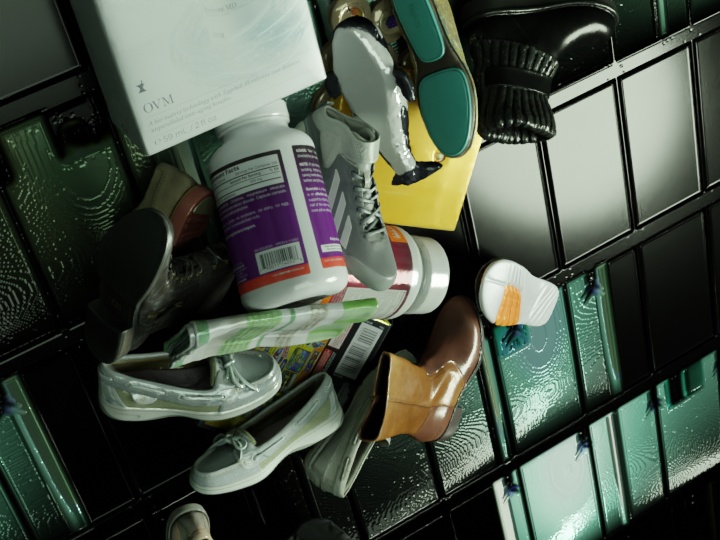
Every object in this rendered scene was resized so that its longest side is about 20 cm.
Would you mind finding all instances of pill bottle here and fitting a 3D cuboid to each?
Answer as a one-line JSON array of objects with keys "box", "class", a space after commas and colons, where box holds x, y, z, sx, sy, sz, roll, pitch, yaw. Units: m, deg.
[{"box": [0.000, 0.000, 1.343, 0.198, 0.109, 0.111, 4, 111, -40], "class": "pill bottle"}, {"box": [-0.087, -0.064, 1.193, 0.111, 0.112, 0.202, -12, 83, -25], "class": "pill bottle"}]

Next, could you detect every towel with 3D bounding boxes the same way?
[{"box": [-0.095, 0.065, 1.222, 0.198, 0.149, 0.031, -7, 81, -21], "class": "towel"}]

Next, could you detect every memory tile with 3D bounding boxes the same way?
[{"box": [0.026, -0.250, 1.304, 0.152, 0.017, 0.202, 1, 112, -30], "class": "memory tile"}]

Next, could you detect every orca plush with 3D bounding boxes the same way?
[{"box": [0.034, -0.189, 1.250, 0.201, 0.105, 0.071, 53, 49, -24], "class": "orca plush"}]

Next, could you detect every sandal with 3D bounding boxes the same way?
[{"box": [0.186, 0.030, 1.509, 0.206, 0.059, 0.080, 20, 93, -57], "class": "sandal"}]

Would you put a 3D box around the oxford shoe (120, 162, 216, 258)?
[{"box": [-0.224, -0.022, 1.246, 0.201, 0.075, 0.070, -56, 166, 19], "class": "oxford shoe"}]

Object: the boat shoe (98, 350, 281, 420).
[{"box": [-0.184, 0.116, 1.289, 0.199, 0.075, 0.065, -2, 136, -12], "class": "boat shoe"}]

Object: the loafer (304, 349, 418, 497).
[{"box": [0.013, 0.188, 1.452, 0.201, 0.069, 0.070, -53, 154, -12], "class": "loafer"}]

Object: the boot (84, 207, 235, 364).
[{"box": [-0.183, -0.002, 1.180, 0.173, 0.069, 0.201, -26, 154, -48], "class": "boot"}]

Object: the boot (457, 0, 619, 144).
[{"box": [0.211, -0.224, 1.341, 0.209, 0.079, 0.160, -7, 76, -19], "class": "boot"}]

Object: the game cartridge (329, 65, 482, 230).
[{"box": [0.045, -0.140, 1.341, 0.198, 0.032, 0.178, 6, 109, -30], "class": "game cartridge"}]

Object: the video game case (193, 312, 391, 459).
[{"box": [-0.079, 0.118, 1.411, 0.180, 0.025, 0.201, 23, 100, -36], "class": "video game case"}]

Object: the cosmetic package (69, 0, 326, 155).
[{"box": [-0.162, -0.250, 1.128, 0.198, 0.123, 0.202, -26, 122, -18], "class": "cosmetic package"}]

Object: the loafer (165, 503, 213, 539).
[{"box": [-0.198, 0.381, 1.441, 0.071, 0.063, 0.202, -16, 119, -23], "class": "loafer"}]

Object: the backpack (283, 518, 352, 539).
[{"box": [-0.076, 0.433, 1.492, 0.166, 0.126, 0.202, -22, 130, -35], "class": "backpack"}]

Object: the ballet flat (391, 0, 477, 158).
[{"box": [0.088, -0.224, 1.281, 0.070, 0.071, 0.202, -24, 105, -18], "class": "ballet flat"}]

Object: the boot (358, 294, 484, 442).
[{"box": [0.067, 0.112, 1.413, 0.199, 0.068, 0.190, 17, 93, -58], "class": "boot"}]

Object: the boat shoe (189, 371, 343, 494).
[{"box": [-0.112, 0.188, 1.369, 0.201, 0.074, 0.065, -26, 119, -21], "class": "boat shoe"}]

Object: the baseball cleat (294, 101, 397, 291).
[{"box": [-0.006, -0.080, 1.230, 0.069, 0.201, 0.106, -24, 170, -47], "class": "baseball cleat"}]
